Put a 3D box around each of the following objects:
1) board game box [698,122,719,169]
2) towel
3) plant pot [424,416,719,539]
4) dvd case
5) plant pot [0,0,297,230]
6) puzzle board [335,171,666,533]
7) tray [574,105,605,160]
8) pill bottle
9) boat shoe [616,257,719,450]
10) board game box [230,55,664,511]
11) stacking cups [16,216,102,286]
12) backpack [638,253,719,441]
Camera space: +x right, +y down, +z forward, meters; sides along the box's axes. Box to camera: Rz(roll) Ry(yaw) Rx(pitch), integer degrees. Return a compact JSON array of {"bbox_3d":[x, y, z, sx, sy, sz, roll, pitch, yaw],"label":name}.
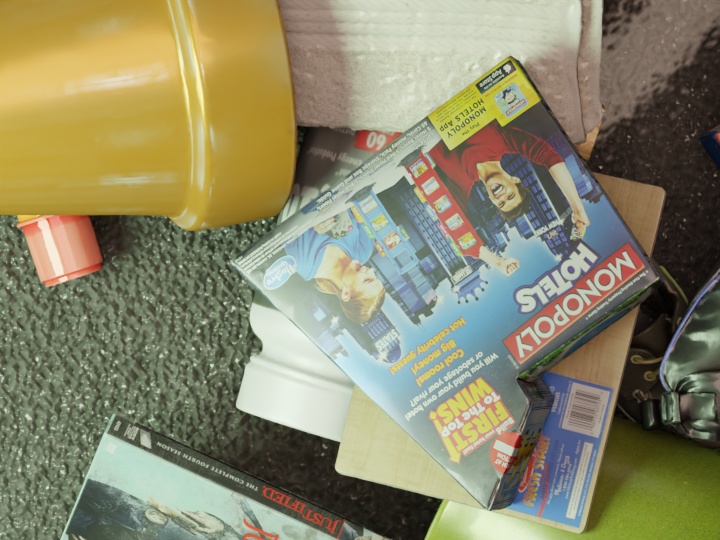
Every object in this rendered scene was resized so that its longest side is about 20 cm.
[{"bbox_3d":[0.345,-0.059,1.779,0.195,0.056,0.200,-36,91,-2],"label":"board game box"},{"bbox_3d":[0.039,-0.136,1.634,0.199,0.035,0.133,3,120,8],"label":"towel"},{"bbox_3d":[0.144,0.169,1.712,0.192,0.200,0.201,29,88,10],"label":"plant pot"},{"bbox_3d":[-0.076,0.173,1.728,0.199,0.146,0.022,24,46,-3],"label":"dvd case"},{"bbox_3d":[-0.154,-0.110,1.659,0.182,0.200,0.201,-13,90,-17],"label":"plant pot"},{"bbox_3d":[0.080,0.035,1.657,0.150,0.017,0.201,13,89,14],"label":"puzzle board"},{"bbox_3d":[0.045,-0.120,1.743,0.199,0.099,0.037,17,100,-2],"label":"tray"},{"bbox_3d":[0.000,0.000,1.734,0.113,0.114,0.201,17,88,-2],"label":"pill bottle"},{"bbox_3d":[0.167,0.035,1.768,0.072,0.060,0.202,-37,91,-2],"label":"boat shoe"},{"bbox_3d":[0.064,0.021,1.617,0.200,0.062,0.200,-35,80,14],"label":"board game box"},{"bbox_3d":[-0.208,-0.089,1.756,0.060,0.061,0.201,-15,92,-3],"label":"stacking cups"},{"bbox_3d":[0.287,0.044,1.675,0.190,0.154,0.201,34,103,10],"label":"backpack"}]
